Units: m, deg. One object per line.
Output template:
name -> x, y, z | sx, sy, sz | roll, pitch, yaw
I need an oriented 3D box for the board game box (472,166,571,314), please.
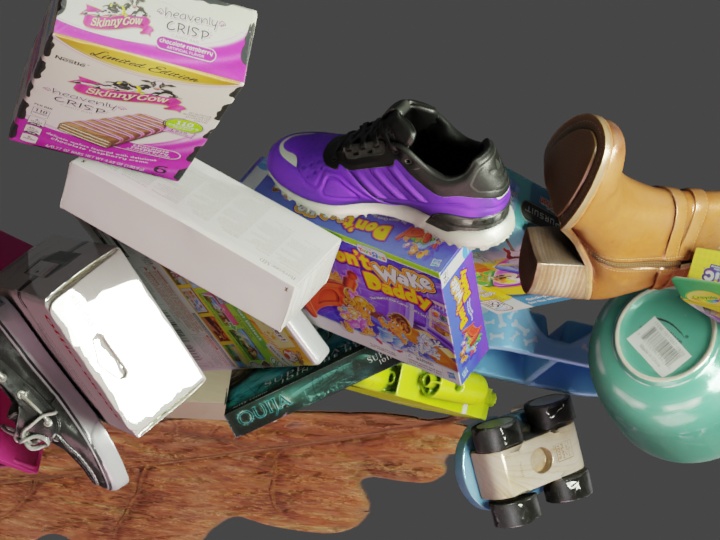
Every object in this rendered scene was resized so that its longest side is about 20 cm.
board game box -> 0.103, -0.026, 1.614 | 0.199, 0.047, 0.150 | 24, 154, -38

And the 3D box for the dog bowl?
dog bowl -> 0.171, 0.073, 1.854 | 0.198, 0.050, 0.112 | 12, 159, -12

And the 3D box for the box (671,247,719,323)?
box -> 0.331, 0.032, 1.517 | 0.117, 0.049, 0.200 | 12, 172, 39

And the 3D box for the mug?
mug -> 0.284, 0.074, 1.665 | 0.184, 0.153, 0.114 | -2, 155, 22

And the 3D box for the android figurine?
android figurine -> 0.043, 0.106, 1.878 | 0.199, 0.041, 0.181 | 16, 174, -38

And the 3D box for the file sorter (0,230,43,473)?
file sorter -> -0.370, 0.074, 1.844 | 0.125, 0.201, 0.139 | -6, 156, 40

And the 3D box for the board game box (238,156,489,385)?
board game box -> 0.000, 0.000, 1.566 | 0.199, 0.045, 0.135 | 21, 145, 29

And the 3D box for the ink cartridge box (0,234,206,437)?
ink cartridge box -> -0.233, 0.053, 1.726 | 0.147, 0.083, 0.200 | 58, 161, -18

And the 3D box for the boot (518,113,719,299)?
boot -> 0.212, -0.051, 1.492 | 0.153, 0.074, 0.200 | -2, 148, -12

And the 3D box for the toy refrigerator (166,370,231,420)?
toy refrigerator -> -0.183, 0.110, 2.045 | 0.198, 0.076, 0.070 | 1, 159, 17

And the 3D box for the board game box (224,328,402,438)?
board game box -> -0.020, 0.068, 1.687 | 0.199, 0.028, 0.135 | -25, -164, 7

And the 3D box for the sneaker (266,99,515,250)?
sneaker -> 0.021, -0.088, 1.463 | 0.199, 0.070, 0.100 | 14, 138, 21

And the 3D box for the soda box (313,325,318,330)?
soda box -> -0.118, 0.024, 1.755 | 0.199, 0.068, 0.064 | -5, 125, 38

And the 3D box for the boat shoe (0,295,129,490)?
boat shoe -> -0.280, 0.121, 1.724 | 0.200, 0.068, 0.074 | 56, 162, -15

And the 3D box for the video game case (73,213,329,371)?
video game case -> -0.138, 0.003, 1.656 | 0.181, 0.023, 0.200 | -6, 126, 51

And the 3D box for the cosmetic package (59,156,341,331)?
cosmetic package -> -0.122, -0.035, 1.504 | 0.199, 0.083, 0.051 | 29, 125, 11

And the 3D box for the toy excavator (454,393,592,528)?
toy excavator -> 0.157, 0.172, 1.971 | 0.193, 0.101, 0.200 | -19, -172, -27

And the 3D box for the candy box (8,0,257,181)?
candy box -> -0.165, -0.136, 1.398 | 0.135, 0.061, 0.200 | 13, 159, -14
